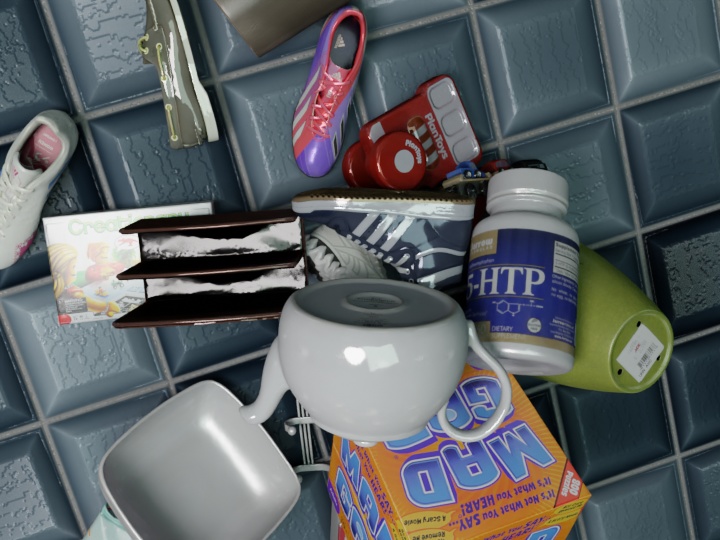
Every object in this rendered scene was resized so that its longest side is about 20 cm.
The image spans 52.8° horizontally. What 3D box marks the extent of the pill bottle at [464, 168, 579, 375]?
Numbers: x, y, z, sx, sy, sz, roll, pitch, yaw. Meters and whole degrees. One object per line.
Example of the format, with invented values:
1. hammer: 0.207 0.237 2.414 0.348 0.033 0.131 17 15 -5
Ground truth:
1. pill bottle: 0.174 0.002 0.779 0.117 0.120 0.205 9 75 -10

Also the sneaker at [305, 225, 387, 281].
1. sneaker: 0.000 0.000 0.850 0.081 0.200 0.076 -37 141 -12

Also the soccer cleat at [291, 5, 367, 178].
1. soccer cleat: -0.036 -0.210 0.854 0.067 0.073 0.204 14 97 -11

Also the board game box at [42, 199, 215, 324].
1. board game box: -0.269 -0.011 0.874 0.195 0.035 0.129 -7 101 -7

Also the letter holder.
1. letter holder: -0.161 -0.004 0.786 0.195 0.142 0.103 -4 100 2

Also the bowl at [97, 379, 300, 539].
1. bowl: -0.195 0.257 0.863 0.201 0.075 0.199 49 47 6

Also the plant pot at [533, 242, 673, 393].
1. plant pot: 0.264 0.062 0.862 0.183 0.200 0.192 -6 106 -22

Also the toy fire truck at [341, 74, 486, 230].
1. toy fire truck: 0.085 -0.113 0.879 0.166 0.112 0.203 -32 105 -18

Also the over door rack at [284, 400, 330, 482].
1. over door rack: 0.000 0.191 0.935 0.195 0.067 0.151 -7 102 -7

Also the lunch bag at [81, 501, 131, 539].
1. lunch bag: -0.264 0.389 0.904 0.198 0.122 0.172 33 93 -7

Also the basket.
1. basket: -0.073 -0.344 0.798 0.199 0.136 0.181 -40 90 4

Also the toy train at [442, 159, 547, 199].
1. toy train: 0.168 -0.112 0.874 0.198 0.034 0.047 -12 87 -43

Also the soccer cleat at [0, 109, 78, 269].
1. soccer cleat: -0.387 -0.091 0.816 0.069 0.086 0.203 28 95 -12

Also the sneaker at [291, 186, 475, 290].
1. sneaker: 0.022 -0.030 0.780 0.195 0.070 0.111 3 106 1

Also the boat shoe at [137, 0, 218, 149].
1. boat shoe: -0.218 -0.241 0.822 0.059 0.072 0.206 -18 106 -10

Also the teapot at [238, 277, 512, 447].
1. teapot: 0.014 0.099 0.696 0.195 0.198 0.150 -11 109 -42

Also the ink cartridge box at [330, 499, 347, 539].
1. ink cartridge box: 0.061 0.353 0.949 0.195 0.083 0.150 -1 115 -8

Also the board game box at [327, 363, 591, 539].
1. board game box: 0.093 0.245 0.806 0.196 0.202 0.203 -11 135 -20
